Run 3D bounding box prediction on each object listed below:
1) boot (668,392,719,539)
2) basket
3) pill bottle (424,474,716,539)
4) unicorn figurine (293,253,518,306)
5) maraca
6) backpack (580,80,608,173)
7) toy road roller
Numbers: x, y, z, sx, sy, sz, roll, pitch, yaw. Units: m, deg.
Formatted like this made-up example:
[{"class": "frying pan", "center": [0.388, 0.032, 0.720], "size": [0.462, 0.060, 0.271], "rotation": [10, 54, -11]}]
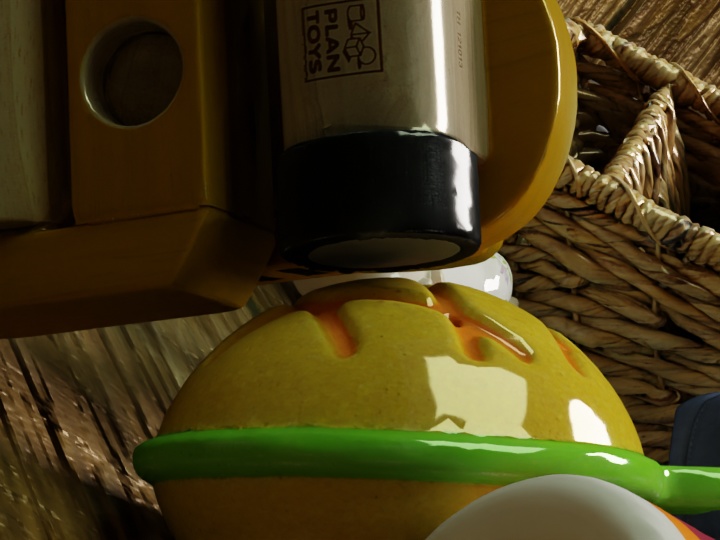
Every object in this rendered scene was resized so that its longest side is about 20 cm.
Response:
[{"class": "boot", "center": [0.155, 0.134, 0.978], "size": [0.073, 0.200, 0.090], "rotation": [-2, -5, -34]}, {"class": "basket", "center": [0.131, -0.016, 1.139], "size": [0.143, 0.149, 0.200], "rotation": [-3, 14, 16]}, {"class": "pill bottle", "center": [0.099, 0.137, 0.772], "size": [0.200, 0.110, 0.110], "rotation": [31, 11, -39]}, {"class": "unicorn figurine", "center": [0.000, 0.000, 0.983], "size": [0.137, 0.074, 0.200], "rotation": [47, 29, 21]}, {"class": "maraca", "center": [0.025, 0.059, 0.840], "size": [0.137, 0.107, 0.200], "rotation": [-1, -7, 40]}, {"class": "backpack", "center": [0.068, -0.012, 1.327], "size": [0.200, 0.163, 0.168], "rotation": [22, -5, -32]}, {"class": "toy road roller", "center": [-0.034, -0.045, 0.880], "size": [0.200, 0.123, 0.146], "rotation": [-7, -12, 19]}]
